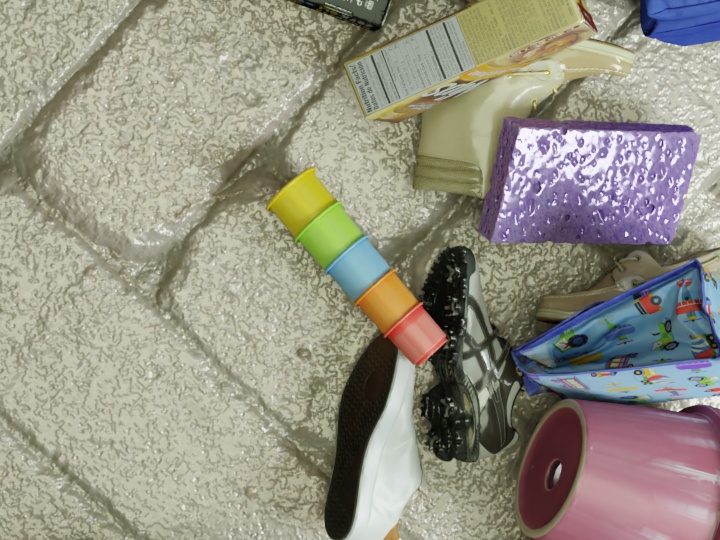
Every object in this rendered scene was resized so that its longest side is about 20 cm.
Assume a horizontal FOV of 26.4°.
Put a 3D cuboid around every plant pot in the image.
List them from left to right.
[{"bbox_3d":[0.245,0.202,1.368,0.178,0.200,0.201,21,92,-16],"label":"plant pot"}]

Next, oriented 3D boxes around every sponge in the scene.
[{"bbox_3d":[0.210,-0.080,1.391,0.199,0.030,0.112,0,114,-25],"label":"sponge"}]

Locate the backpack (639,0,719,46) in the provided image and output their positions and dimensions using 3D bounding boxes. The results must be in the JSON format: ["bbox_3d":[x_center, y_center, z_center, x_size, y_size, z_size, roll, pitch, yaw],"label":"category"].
[{"bbox_3d":[0.317,-0.313,1.342,0.162,0.168,0.201,-5,88,31],"label":"backpack"}]

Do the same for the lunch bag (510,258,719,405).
[{"bbox_3d":[0.240,0.080,1.367,0.199,0.150,0.095,-20,67,22],"label":"lunch bag"}]

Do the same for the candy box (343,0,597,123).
[{"bbox_3d":[0.096,-0.189,1.304,0.199,0.115,0.056,-23,87,15],"label":"candy box"}]

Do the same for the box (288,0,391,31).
[{"bbox_3d":[-0.024,-0.336,1.377,0.159,0.049,0.201,18,93,-5],"label":"box"}]

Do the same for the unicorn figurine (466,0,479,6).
[{"bbox_3d":[0.162,-0.297,1.352,0.137,0.200,0.074,43,50,11],"label":"unicorn figurine"}]

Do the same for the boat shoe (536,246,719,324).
[{"bbox_3d":[0.256,0.014,1.430,0.199,0.072,0.065,-7,90,-11],"label":"boat shoe"}]

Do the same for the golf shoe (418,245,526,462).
[{"bbox_3d":[0.107,0.076,1.425,0.094,0.078,0.201,-2,94,-28],"label":"golf shoe"}]

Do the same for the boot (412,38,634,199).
[{"bbox_3d":[0.146,-0.139,1.398,0.199,0.073,0.156,2,93,0],"label":"boot"}]

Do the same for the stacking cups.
[{"bbox_3d":[0.000,0.000,1.386,0.060,0.061,0.200,-41,88,-1],"label":"stacking cups"}]

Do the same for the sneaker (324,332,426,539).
[{"bbox_3d":[0.026,0.157,1.426,0.084,0.073,0.201,15,89,-36],"label":"sneaker"}]
